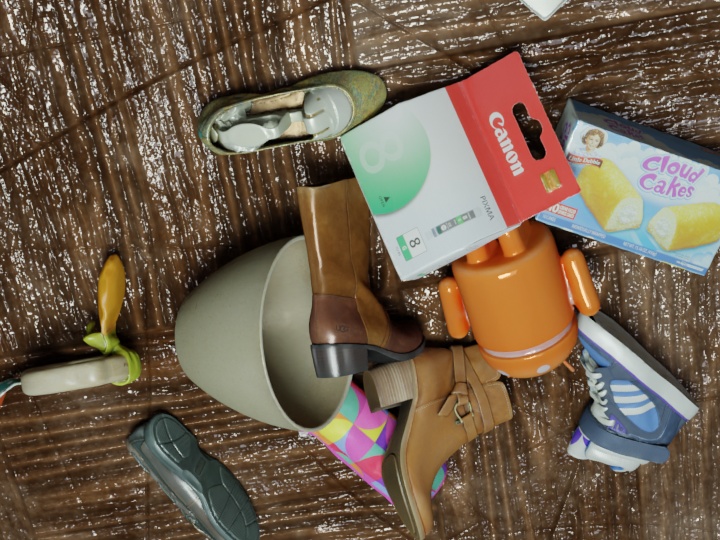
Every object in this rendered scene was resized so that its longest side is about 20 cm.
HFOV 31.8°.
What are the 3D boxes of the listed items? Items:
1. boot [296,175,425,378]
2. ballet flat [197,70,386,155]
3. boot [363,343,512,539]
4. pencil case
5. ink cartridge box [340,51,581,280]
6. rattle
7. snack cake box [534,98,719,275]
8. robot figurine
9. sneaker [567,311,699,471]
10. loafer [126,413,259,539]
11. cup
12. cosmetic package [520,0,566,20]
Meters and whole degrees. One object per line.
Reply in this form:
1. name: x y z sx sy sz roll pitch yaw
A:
1. boot: 0.000 0.000 1.343 0.068 0.187 0.204 -4 93 42
2. ballet flat: -0.069 -0.154 1.279 0.197 0.071 0.072 -9 116 4
3. boot: 0.096 0.183 1.399 0.153 0.077 0.203 -12 81 -19
4. pencil case: 0.006 0.193 1.440 0.199 0.089 0.088 38 110 -17
5. ink cartridge box: 0.097 -0.105 1.264 0.198 0.050 0.163 -27 81 22
6. rattle: -0.345 0.078 1.391 0.197 0.130 0.145 -7 108 33
7. snack cake box: 0.288 -0.086 1.315 0.197 0.067 0.116 17 116 -9
8. robot figurine: 0.167 0.028 1.342 0.142 0.117 0.202 -27 116 -13
9. sneaker: 0.272 0.149 1.421 0.199 0.081 0.147 38 106 -23
10. loafer: -0.196 0.254 1.486 0.062 0.072 0.201 -26 108 34
11. cup: -0.111 0.068 1.334 0.141 0.201 0.203 -4 119 27
12. cosmetic package: 0.146 -0.311 1.128 0.103 0.201 0.087 40 109 -18
